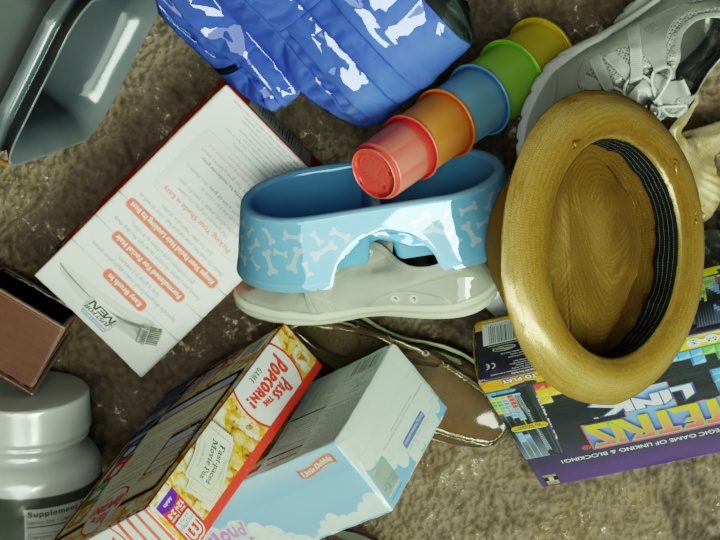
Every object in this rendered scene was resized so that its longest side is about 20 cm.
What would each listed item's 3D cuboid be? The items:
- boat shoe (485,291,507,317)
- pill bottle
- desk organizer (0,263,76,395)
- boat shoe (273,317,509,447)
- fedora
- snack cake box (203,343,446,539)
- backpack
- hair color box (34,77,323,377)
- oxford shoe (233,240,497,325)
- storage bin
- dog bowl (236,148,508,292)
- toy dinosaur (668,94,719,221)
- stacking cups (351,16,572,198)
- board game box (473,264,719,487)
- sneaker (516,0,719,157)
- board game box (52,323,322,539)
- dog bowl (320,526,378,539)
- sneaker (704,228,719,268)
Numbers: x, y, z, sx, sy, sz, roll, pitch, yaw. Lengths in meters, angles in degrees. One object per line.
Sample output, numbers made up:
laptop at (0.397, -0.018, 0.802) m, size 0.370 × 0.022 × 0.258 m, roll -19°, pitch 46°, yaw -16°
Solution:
boat shoe at (0.095, -0.023, 1.283) m, size 0.066 × 0.070 × 0.200 m, roll -44°, pitch 94°, yaw 13°
pill bottle at (-0.249, 0.184, 1.312) m, size 0.113 × 0.114 × 0.201 m, roll 1°, pitch 105°, yaw 0°
desk organizer at (-0.296, -0.004, 1.263) m, size 0.199 × 0.072 × 0.077 m, roll 31°, pitch 130°, yaw -6°
boat shoe at (0.024, 0.084, 1.304) m, size 0.202 × 0.075 × 0.075 m, roll 25°, pitch 104°, yaw -7°
fedora at (0.140, -0.014, 1.138) m, size 0.200 × 0.082 × 0.202 m, roll 2°, pitch 87°, yaw -37°
snack cake box at (-0.046, 0.141, 1.256) m, size 0.200 × 0.115 × 0.067 m, roll -27°, pitch 110°, yaw 38°
backpack at (-0.032, -0.193, 1.189) m, size 0.200 × 0.163 × 0.168 m, roll 39°, pitch 112°, yaw -23°
hair color box at (-0.127, -0.034, 1.278) m, size 0.200 × 0.064 × 0.111 m, roll -43°, pitch 101°, yaw 9°
oxford shoe at (0.000, 0.000, 1.247) m, size 0.199 × 0.075 × 0.058 m, roll -3°, pitch 121°, yaw 24°
storage bin at (-0.241, -0.157, 1.185) m, size 0.134 × 0.200 × 0.146 m, roll 30°, pitch 104°, yaw 3°
dog bowl at (0.011, -0.038, 1.187) m, size 0.199 × 0.112 × 0.050 m, roll -8°, pitch 115°, yaw -1°
toy dinosaur at (0.210, -0.062, 1.273) m, size 0.101 × 0.058 × 0.200 m, roll 40°, pitch 102°, yaw -11°
stacking cups at (0.066, -0.111, 1.195) m, size 0.060 × 0.200 × 0.061 m, roll 27°, pitch 133°, yaw 33°
board game box at (0.199, 0.078, 1.251) m, size 0.199 × 0.057 × 0.165 m, roll -14°, pitch 141°, yaw 17°
sneaker at (0.186, -0.128, 1.201) m, size 0.200 × 0.082 × 0.075 m, roll -47°, pitch 128°, yaw -13°
board game box at (-0.129, 0.137, 1.230) m, size 0.046 × 0.200 × 0.151 m, roll 48°, pitch 134°, yaw -12°
dog bowl at (-0.042, 0.275, 1.334) m, size 0.199 × 0.074 × 0.201 m, roll -6°, pitch 121°, yaw -10°
sneaker at (0.215, 0.027, 1.274) m, size 0.199 × 0.075 × 0.116 m, roll 3°, pitch 129°, yaw -10°
